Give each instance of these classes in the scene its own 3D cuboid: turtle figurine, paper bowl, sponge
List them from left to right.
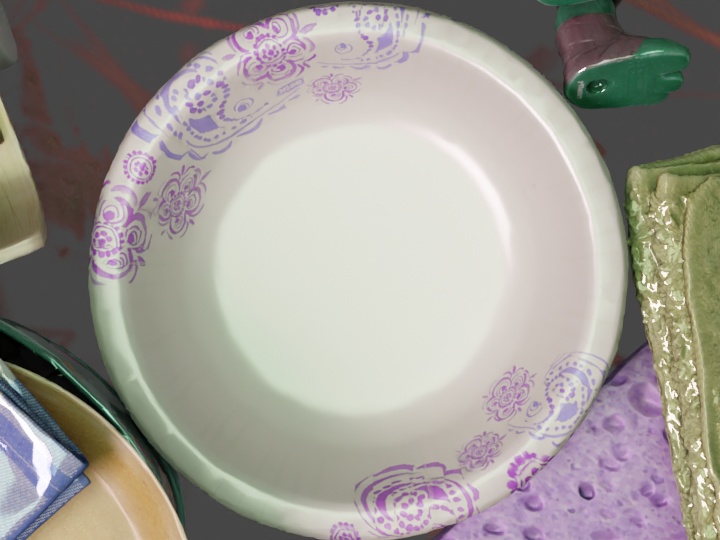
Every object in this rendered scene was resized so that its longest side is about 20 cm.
[{"bbox_3d":[0.000,0.000,0.914,0.200,0.104,0.201,0,90,1],"label":"paper bowl"},{"bbox_3d":[0.075,-0.165,0.908,0.101,0.150,0.200,-27,52,23],"label":"turtle figurine"},{"bbox_3d":[0.090,0.127,0.951,0.200,0.030,0.112,-43,90,2],"label":"sponge"}]

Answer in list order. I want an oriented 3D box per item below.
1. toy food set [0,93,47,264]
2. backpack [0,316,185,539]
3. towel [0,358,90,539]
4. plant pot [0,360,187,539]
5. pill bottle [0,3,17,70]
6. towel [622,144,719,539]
[{"bbox_3d":[-0.213,-0.077,0.829,0.143,0.060,0.200,-21,98,1],"label":"toy food set"},{"bbox_3d":[-0.164,0.112,0.894,0.176,0.153,0.200,39,95,7],"label":"backpack"},{"bbox_3d":[-0.205,0.042,0.789,0.147,0.024,0.200,-42,88,-2],"label":"towel"},{"bbox_3d":[-0.152,0.127,0.809,0.200,0.027,0.200,0,87,-1],"label":"plant pot"},{"bbox_3d":[-0.240,-0.075,0.915,0.200,0.112,0.112,-26,90,2],"label":"pill bottle"},{"bbox_3d":[0.174,0.045,0.912,0.148,0.036,0.200,-9,85,-31],"label":"towel"}]
